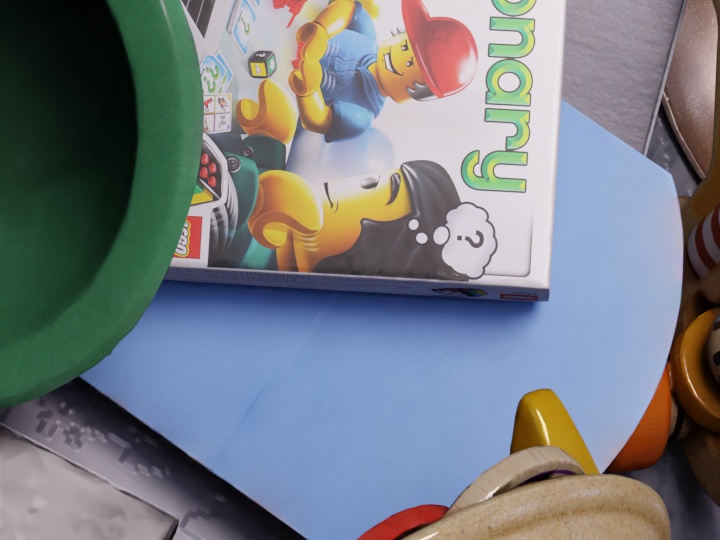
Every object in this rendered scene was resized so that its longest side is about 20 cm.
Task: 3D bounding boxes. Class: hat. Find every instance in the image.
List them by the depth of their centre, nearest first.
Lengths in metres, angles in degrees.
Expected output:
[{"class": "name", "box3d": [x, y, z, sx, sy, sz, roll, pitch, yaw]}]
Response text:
[{"class": "hat", "box3d": [-0.110, -0.070, 0.918, 0.165, 0.176, 0.201, 12, 102, 8]}]

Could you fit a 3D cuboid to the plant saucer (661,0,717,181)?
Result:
[{"class": "plant saucer", "box3d": [0.188, -0.092, 0.966, 0.032, 0.200, 0.201, -12, 70, -54]}]

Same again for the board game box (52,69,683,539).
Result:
[{"class": "board game box", "box3d": [0.000, 0.000, 0.918, 0.200, 0.039, 0.158, 34, 87, 6]}]

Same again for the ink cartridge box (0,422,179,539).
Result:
[{"class": "ink cartridge box", "box3d": [-0.163, 0.072, 0.872, 0.199, 0.037, 0.095, 27, 65, -2]}]

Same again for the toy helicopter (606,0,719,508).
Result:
[{"class": "toy helicopter", "box3d": [0.127, -0.020, 0.906, 0.078, 0.132, 0.201, -2, 98, -17]}]

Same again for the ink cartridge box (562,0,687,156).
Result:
[{"class": "ink cartridge box", "box3d": [0.017, -0.125, 0.952, 0.197, 0.047, 0.201, 14, 94, -9]}]

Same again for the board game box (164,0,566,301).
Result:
[{"class": "board game box", "box3d": [0.002, -0.095, 0.889, 0.125, 0.035, 0.201, 3, 84, 3]}]

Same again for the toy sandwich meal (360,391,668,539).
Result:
[{"class": "toy sandwich meal", "box3d": [-0.003, 0.110, 0.809, 0.204, 0.206, 0.070, -25, 61, -23]}]
